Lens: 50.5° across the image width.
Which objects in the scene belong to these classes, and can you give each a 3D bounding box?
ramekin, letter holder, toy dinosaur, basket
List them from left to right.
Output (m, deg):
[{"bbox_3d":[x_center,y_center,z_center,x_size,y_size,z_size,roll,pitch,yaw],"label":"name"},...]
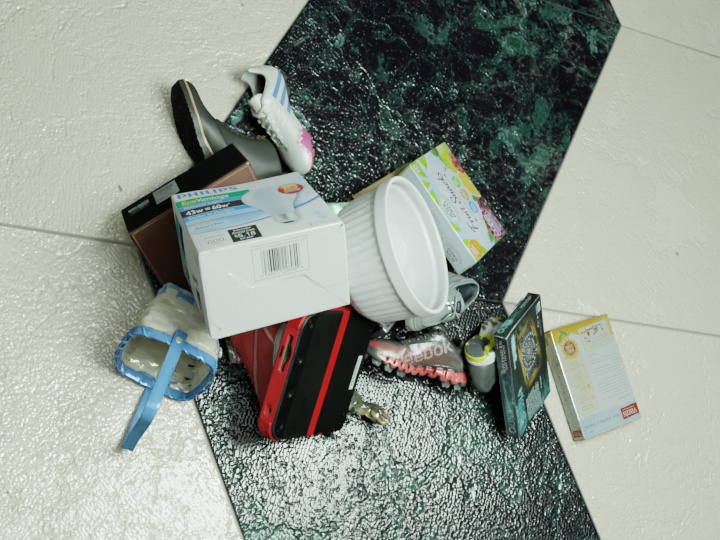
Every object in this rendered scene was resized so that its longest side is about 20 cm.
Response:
[{"bbox_3d":[-0.272,0.135,1.055,0.137,0.176,0.203,29,56,-13],"label":"basket"},{"bbox_3d":[-0.233,-0.069,1.149,0.198,0.101,0.144,-32,122,-9],"label":"letter holder"},{"bbox_3d":[-0.049,0.204,1.205,0.198,0.047,0.089,37,61,-4],"label":"toy dinosaur"},{"bbox_3d":[0.041,-0.022,1.101,0.200,0.103,0.204,42,39,-46],"label":"ramekin"}]

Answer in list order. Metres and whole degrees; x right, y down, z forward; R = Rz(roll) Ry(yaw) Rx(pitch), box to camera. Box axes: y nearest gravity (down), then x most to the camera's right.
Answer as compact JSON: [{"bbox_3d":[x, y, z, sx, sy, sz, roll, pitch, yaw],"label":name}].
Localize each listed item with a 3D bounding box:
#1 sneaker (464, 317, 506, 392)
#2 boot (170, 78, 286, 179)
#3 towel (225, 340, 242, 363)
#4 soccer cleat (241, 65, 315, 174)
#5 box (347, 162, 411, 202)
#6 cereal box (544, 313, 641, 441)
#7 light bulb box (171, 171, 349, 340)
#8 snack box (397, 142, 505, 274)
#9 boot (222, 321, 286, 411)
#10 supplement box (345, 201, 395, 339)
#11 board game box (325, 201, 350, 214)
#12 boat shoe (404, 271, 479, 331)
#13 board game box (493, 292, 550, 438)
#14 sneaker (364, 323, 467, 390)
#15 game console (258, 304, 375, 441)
[{"bbox_3d":[0.229,0.141,1.313,0.198,0.073,0.087,-23,120,-52],"label":"sneaker"},{"bbox_3d":[-0.215,-0.222,1.245,0.136,0.077,0.204,-25,99,-31],"label":"boot"},{"bbox_3d":[-0.122,0.052,1.193,0.195,0.030,0.150,-13,90,-15],"label":"towel"},{"bbox_3d":[-0.144,-0.249,1.273,0.085,0.069,0.204,-7,69,-47],"label":"soccer cleat"},{"bbox_3d":[0.078,-0.088,1.312,0.165,0.021,0.199,56,41,-1],"label":"box"},{"bbox_3d":[0.424,0.195,1.407,0.141,0.039,0.205,-11,80,-25],"label":"cereal box"},{"bbox_3d":[-0.139,-0.029,1.034,0.194,0.200,0.128,-13,120,-19],"label":"light bulb box"},{"bbox_3d":[0.160,-0.113,1.350,0.202,0.053,0.142,54,42,-1],"label":"snack box"},{"bbox_3d":[-0.158,0.137,1.134,0.142,0.204,0.072,21,34,21],"label":"boot"},{"bbox_3d":[0.000,0.000,1.272,0.200,0.061,0.109,48,64,-3],"label":"supplement box"},{"bbox_3d":[0.006,-0.040,1.204,0.195,0.029,0.139,-4,87,-15],"label":"board game box"},{"bbox_3d":[0.140,0.049,1.266,0.200,0.070,0.072,-28,121,-55],"label":"boat shoe"},{"bbox_3d":[0.274,0.160,1.283,0.135,0.028,0.204,-39,127,-43],"label":"board game box"},{"bbox_3d":[0.095,0.130,1.260,0.196,0.071,0.101,14,89,-20],"label":"sneaker"},{"bbox_3d":[-0.059,0.144,1.097,0.175,0.031,0.205,5,106,-53],"label":"game console"}]
